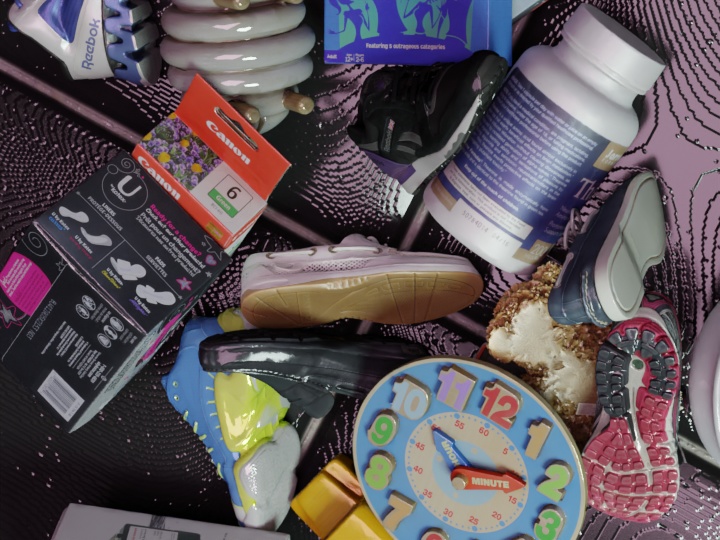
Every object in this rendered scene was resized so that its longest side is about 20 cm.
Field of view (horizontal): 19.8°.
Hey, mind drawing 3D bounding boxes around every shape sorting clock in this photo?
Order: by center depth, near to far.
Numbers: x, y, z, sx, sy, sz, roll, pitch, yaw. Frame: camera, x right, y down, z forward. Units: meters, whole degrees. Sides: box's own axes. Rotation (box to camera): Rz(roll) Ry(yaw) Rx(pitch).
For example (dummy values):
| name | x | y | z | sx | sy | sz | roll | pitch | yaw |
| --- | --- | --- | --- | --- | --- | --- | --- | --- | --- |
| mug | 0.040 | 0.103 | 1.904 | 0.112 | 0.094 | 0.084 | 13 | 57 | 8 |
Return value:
| name | x | y | z | sx | sy | sz | roll | pitch | yaw |
| --- | --- | --- | --- | --- | --- | --- | --- | --- | --- |
| shape sorting clock | 0.083 | 0.160 | 1.624 | 0.199 | 0.039 | 0.201 | 9 | 113 | 23 |

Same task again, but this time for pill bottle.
| name | x | y | z | sx | sy | sz | roll | pitch | yaw |
| --- | --- | --- | --- | --- | --- | --- | --- | --- | --- |
| pill bottle | 0.147 | -0.105 | 1.617 | 0.111 | 0.111 | 0.200 | 37 | 106 | 4 |

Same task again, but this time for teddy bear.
| name | x | y | z | sx | sy | sz | roll | pitch | yaw |
| --- | --- | --- | --- | --- | --- | --- | --- | --- | --- |
| teddy bear | 0.174 | 0.083 | 1.649 | 0.199 | 0.067 | 0.145 | 28 | 102 | -21 |

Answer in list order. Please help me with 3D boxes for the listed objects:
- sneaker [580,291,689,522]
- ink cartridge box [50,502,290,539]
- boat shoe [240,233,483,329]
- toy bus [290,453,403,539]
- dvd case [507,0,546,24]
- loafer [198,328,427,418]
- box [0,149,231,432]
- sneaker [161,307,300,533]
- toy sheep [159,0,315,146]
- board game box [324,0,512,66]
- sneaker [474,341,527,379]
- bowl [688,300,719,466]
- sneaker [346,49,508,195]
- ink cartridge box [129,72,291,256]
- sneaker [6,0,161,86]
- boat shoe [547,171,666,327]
| name | x | y | z | sx | sy | sz | roll | pitch | yaw |
| --- | --- | --- | --- | --- | --- | --- | --- | --- | --- |
| sneaker | 0.219 | 0.111 | 1.597 | 0.080 | 0.075 | 0.201 | 14 | 125 | 12 |
| ink cartridge box | -0.161 | 0.287 | 1.745 | 0.199 | 0.084 | 0.147 | 6 | 129 | 12 |
| boat shoe | 0.000 | 0.000 | 1.690 | 0.199 | 0.070 | 0.071 | -2 | 140 | -5 |
| toy bus | 0.028 | 0.248 | 1.723 | 0.200 | 0.078 | 0.065 | 44 | 106 | 2 |
| dvd case | 0.142 | -0.294 | 1.596 | 0.200 | 0.022 | 0.146 | -32 | 80 | 28 |
| loafer | -0.037 | 0.085 | 1.671 | 0.200 | 0.068 | 0.071 | 5 | 94 | -27 |
| box | -0.213 | 0.020 | 1.674 | 0.132 | 0.115 | 0.200 | 45 | 143 | 1 |
| sneaker | -0.111 | 0.126 | 1.747 | 0.105 | 0.076 | 0.201 | 6 | 102 | 30 |
| toy sheep | -0.097 | -0.176 | 1.650 | 0.137 | 0.138 | 0.201 | 3 | 106 | 12 |
| board game box | 0.045 | -0.261 | 1.618 | 0.151 | 0.045 | 0.201 | 4 | 97 | 30 |
| sneaker | 0.106 | 0.137 | 1.684 | 0.077 | 0.082 | 0.201 | 22 | 104 | 8 |
| bowl | 0.322 | 0.082 | 1.601 | 0.090 | 0.200 | 0.202 | 13 | 106 | 56 |
| sneaker | 0.042 | -0.125 | 1.598 | 0.087 | 0.200 | 0.076 | 34 | 63 | -5 |
| ink cartridge box | -0.137 | -0.063 | 1.660 | 0.109 | 0.050 | 0.200 | 44 | 148 | 2 |
| sneaker | -0.240 | -0.242 | 1.695 | 0.115 | 0.081 | 0.201 | -8 | 100 | 12 |
| boat shoe | 0.192 | -0.015 | 1.584 | 0.062 | 0.200 | 0.075 | -14 | 116 | 26 |
